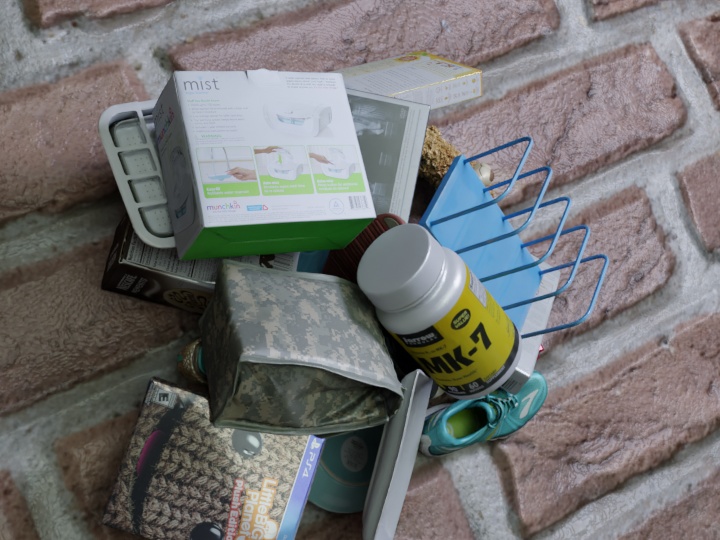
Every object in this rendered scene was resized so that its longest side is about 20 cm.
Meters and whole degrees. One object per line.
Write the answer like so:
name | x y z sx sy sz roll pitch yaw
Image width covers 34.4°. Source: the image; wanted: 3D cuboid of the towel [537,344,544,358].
towel | 0.135 0.046 1.490 0.143 0.023 0.201 -20 75 -25

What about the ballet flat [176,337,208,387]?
ballet flat | -0.127 0.114 1.341 0.199 0.065 0.071 21 71 -39

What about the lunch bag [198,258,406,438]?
lunch bag | -0.060 0.087 1.230 0.198 0.118 0.165 8 36 -22

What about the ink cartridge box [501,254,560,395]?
ink cartridge box | 0.160 0.039 1.476 0.159 0.047 0.201 29 45 -4

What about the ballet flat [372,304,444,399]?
ballet flat | 0.050 0.103 1.397 0.200 0.056 0.067 35 37 -42

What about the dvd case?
dvd case | -0.029 -0.138 1.354 0.198 0.025 0.152 11 84 -1

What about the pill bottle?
pill bottle | 0.087 0.046 1.290 0.200 0.114 0.115 47 59 -37

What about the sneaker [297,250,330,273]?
sneaker | -0.018 -0.075 1.445 0.079 0.131 0.201 35 101 1

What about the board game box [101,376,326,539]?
board game box | -0.158 0.221 1.251 0.198 0.097 0.161 19 83 -8

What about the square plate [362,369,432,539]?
square plate | 0.040 0.211 1.306 0.028 0.200 0.200 14 84 10

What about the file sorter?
file sorter | 0.189 -0.037 1.379 0.201 0.122 0.139 52 43 -22

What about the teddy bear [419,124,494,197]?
teddy bear | 0.100 -0.145 1.490 0.200 0.145 0.067 40 101 -3

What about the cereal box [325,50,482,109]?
cereal box | 0.035 -0.231 1.476 0.198 0.144 0.040 -18 119 -25

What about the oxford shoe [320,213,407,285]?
oxford shoe | 0.000 0.000 1.369 0.074 0.200 0.071 -11 64 -50

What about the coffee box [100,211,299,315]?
coffee box | -0.184 -0.003 1.329 0.198 0.113 0.081 16 69 -17

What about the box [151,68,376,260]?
box | -0.104 -0.115 1.237 0.198 0.097 0.178 -6 71 -28

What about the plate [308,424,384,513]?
plate | -0.010 0.184 1.370 0.199 0.025 0.203 7 79 -38

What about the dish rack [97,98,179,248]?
dish rack | -0.181 -0.109 1.282 0.198 0.044 0.173 -15 74 -30

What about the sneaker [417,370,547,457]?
sneaker | 0.160 0.179 1.444 0.199 0.080 0.078 -23 85 -27
